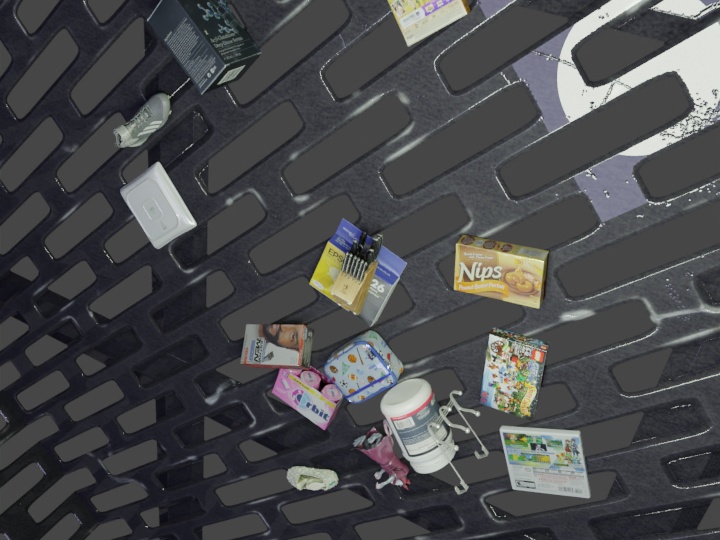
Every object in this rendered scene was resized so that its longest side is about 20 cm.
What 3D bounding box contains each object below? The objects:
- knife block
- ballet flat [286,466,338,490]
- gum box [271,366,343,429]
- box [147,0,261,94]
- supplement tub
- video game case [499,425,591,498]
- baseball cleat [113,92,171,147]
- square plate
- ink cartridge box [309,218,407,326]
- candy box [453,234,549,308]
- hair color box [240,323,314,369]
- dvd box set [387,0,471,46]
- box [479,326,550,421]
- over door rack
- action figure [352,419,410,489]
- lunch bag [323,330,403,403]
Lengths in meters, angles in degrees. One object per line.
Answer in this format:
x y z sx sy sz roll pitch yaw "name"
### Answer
0.000 0.000 1.705 0.063 0.177 0.200 28 170 13 "knife block"
-0.158 0.631 2.171 0.197 0.072 0.073 -11 109 35 "ballet flat"
-0.148 0.334 2.005 0.198 0.066 0.115 33 128 11 "gum box"
-0.347 -0.522 1.613 0.107 0.148 0.201 -34 96 37 "box"
0.147 0.390 1.817 0.138 0.140 0.203 -15 108 35 "supplement tub"
0.451 0.466 1.759 0.197 0.022 0.186 -3 114 32 "video game case"
-0.562 -0.374 1.843 0.070 0.106 0.199 51 126 2 "baseball cleat"
-0.570 -0.174 2.004 0.198 0.028 0.200 -23 102 37 "square plate"
-0.010 0.009 1.768 0.196 0.047 0.202 34 129 10 "ink cartridge box"
0.305 0.001 1.573 0.197 0.055 0.118 13 121 24 "candy box"
-0.226 0.206 1.951 0.197 0.064 0.113 -3 72 30 "hair color box"
0.111 -0.563 1.401 0.145 0.029 0.203 -19 105 36 "dvd box set"
0.357 0.242 1.683 0.134 0.038 0.204 15 122 23 "box"
0.252 0.418 1.770 0.066 0.148 0.203 -15 107 40 "over door rack"
0.078 0.516 1.975 0.149 0.134 0.200 -46 105 -4 "action figure"
0.011 0.256 1.869 0.199 0.076 0.161 -33 99 39 "lunch bag"
